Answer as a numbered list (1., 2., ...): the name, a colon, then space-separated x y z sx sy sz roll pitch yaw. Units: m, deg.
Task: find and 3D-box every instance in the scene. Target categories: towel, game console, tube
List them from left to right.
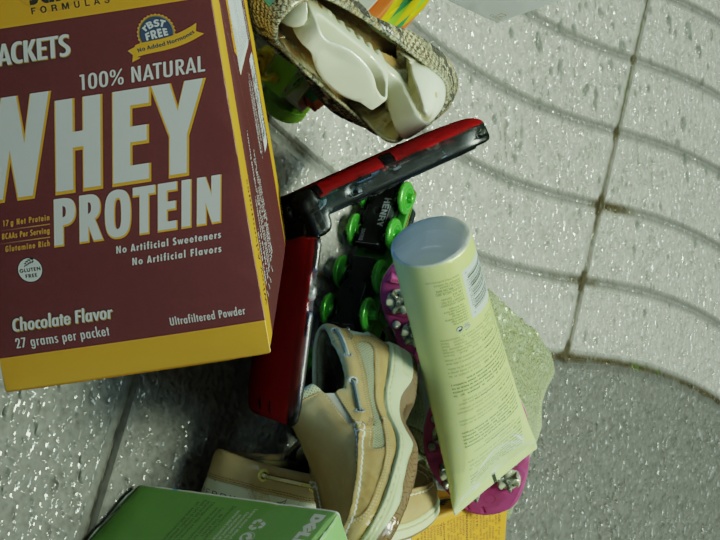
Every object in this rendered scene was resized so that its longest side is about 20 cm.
1. game console: 0.000 0.000 1.341 0.171 0.200 0.119 -24 93 -9
2. tube: 0.064 0.060 1.415 0.052 0.058 0.201 -90 166 -53
3. towel: 0.081 0.084 1.629 0.200 0.036 0.149 40 57 -50

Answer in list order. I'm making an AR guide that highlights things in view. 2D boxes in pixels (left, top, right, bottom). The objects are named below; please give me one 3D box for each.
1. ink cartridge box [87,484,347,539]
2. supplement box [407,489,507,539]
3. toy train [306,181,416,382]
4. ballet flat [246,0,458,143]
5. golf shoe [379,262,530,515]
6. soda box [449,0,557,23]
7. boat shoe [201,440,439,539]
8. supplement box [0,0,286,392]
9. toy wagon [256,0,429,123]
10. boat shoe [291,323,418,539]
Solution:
1. ink cartridge box: -0.050 0.188 1.278 0.059 0.199 0.104 -46 129 -44
2. supplement box: 0.025 0.194 1.519 0.200 0.066 0.069 -12 102 -56
3. toy train: 0.000 0.027 1.500 0.056 0.041 0.201 58 45 -54
4. ballet flat: 0.001 -0.114 1.294 0.068 0.075 0.200 -44 139 13
5. golf shoe: 0.070 0.065 1.513 0.092 0.075 0.201 -76 153 -66
6. soda box: 0.040 -0.207 1.294 0.199 0.068 0.064 18 64 -44
7. boat shoe: -0.020 0.134 1.420 0.199 0.074 0.067 -3 103 -50
8. supplement box: -0.120 -0.071 1.146 0.200 0.132 0.199 -89 170 -74
9. toy wagon: -0.007 -0.151 1.388 0.040 0.155 0.200 41 44 3
10. boat shoe: -0.013 0.100 1.347 0.076 0.072 0.200 31 24 -15
